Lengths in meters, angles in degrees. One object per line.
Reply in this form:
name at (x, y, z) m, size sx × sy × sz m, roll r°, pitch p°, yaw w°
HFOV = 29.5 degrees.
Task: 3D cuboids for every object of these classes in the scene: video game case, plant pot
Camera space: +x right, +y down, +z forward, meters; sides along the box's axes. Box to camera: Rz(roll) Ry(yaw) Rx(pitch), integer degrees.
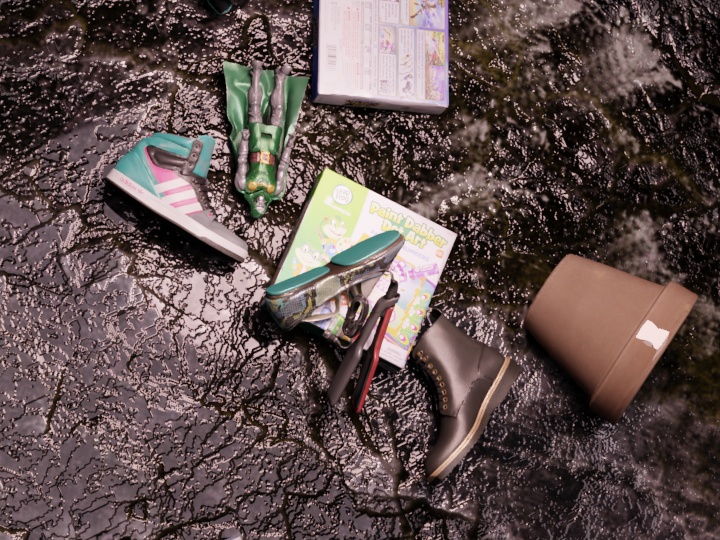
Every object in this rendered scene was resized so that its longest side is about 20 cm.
video game case at (0.027, -0.316, 1.831) m, size 0.180 × 0.045 × 0.202 m, roll 4°, pitch 78°, yaw -14°
plant pot at (0.313, 0.069, 1.770) m, size 0.174 × 0.201 × 0.201 m, roll 35°, pitch 71°, yaw 12°

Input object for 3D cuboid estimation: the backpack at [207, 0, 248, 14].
backpack at (-0.176, -0.460, 1.739) m, size 0.200 × 0.176 × 0.153 m, roll 42°, pitch 54°, yaw -3°

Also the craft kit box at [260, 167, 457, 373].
craft kit box at (0.000, 0.000, 1.759) m, size 0.199 × 0.049 × 0.199 m, roll 26°, pitch 70°, yaw -10°

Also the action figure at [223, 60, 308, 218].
action figure at (-0.124, -0.165, 1.755) m, size 0.117 × 0.055 × 0.202 m, roll 6°, pitch 81°, yaw -17°

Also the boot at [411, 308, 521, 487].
boot at (0.099, 0.161, 1.744) m, size 0.138 × 0.078 × 0.200 m, roll 37°, pitch 58°, yaw -1°

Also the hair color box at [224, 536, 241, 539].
hair color box at (-0.154, 0.428, 1.616) m, size 0.098 × 0.061 × 0.201 m, roll -20°, pitch 84°, yaw -18°

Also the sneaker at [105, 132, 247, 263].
sneaker at (-0.204, -0.105, 1.706) m, size 0.199 × 0.084 × 0.121 m, roll 34°, pitch 81°, yaw -5°

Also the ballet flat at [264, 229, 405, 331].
ballet flat at (-0.026, 0.016, 1.700) m, size 0.199 × 0.074 × 0.075 m, roll -25°, pitch 86°, yaw -17°

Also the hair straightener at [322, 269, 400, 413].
hair straightener at (-0.006, 0.083, 1.681) m, size 0.076 × 0.041 × 0.201 m, roll 12°, pitch 117°, yaw -18°
